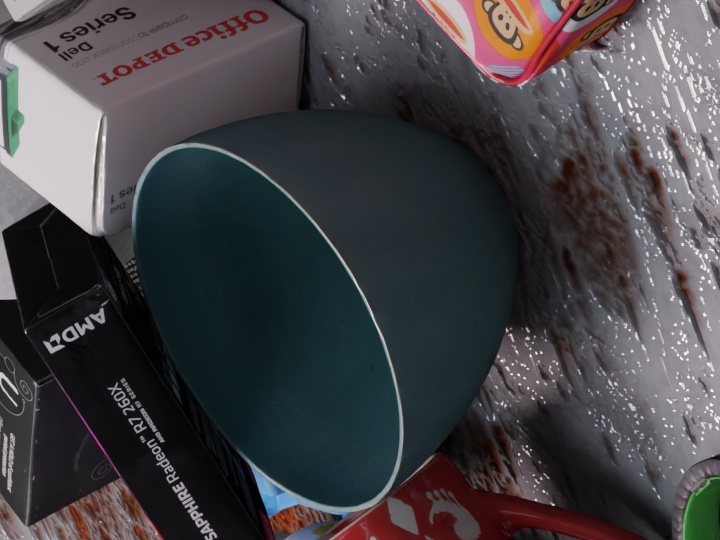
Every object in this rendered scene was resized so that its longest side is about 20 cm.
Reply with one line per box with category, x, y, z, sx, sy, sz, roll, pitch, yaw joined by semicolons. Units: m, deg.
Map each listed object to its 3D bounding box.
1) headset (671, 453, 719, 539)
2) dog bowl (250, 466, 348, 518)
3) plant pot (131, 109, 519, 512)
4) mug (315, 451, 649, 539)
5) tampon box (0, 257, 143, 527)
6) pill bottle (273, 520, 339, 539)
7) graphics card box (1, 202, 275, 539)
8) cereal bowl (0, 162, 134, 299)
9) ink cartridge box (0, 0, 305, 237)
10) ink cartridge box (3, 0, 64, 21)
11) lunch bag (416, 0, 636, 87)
headset;0.219;0.176;1.421;0.201;0.094;0.124;67;155;17
dog bowl;-0.037;0.089;1.657;0.200;0.049;0.112;10;126;54
plant pot;0.000;0.000;1.494;0.200;0.135;0.201;34;141;34
mug;0.073;0.191;1.525;0.200;0.177;0.133;53;159;1
tampon box;-0.196;0.015;1.767;0.200;0.126;0.150;49;151;25
pill bottle;0.005;0.202;1.679;0.200;0.112;0.112;10;124;51
graphics card box;-0.114;0.068;1.565;0.200;0.051;0.126;61;-178;-28
cereal bowl;-0.203;-0.077;1.660;0.200;0.200;0.084;40;135;28
ink cartridge box;-0.146;-0.121;1.586;0.200;0.146;0.085;36;136;31
ink cartridge box;-0.147;-0.247;1.483;0.084;0.144;0.201;-21;98;58
lunch bag;0.046;-0.183;1.328;0.200;0.082;0.176;52;148;10
